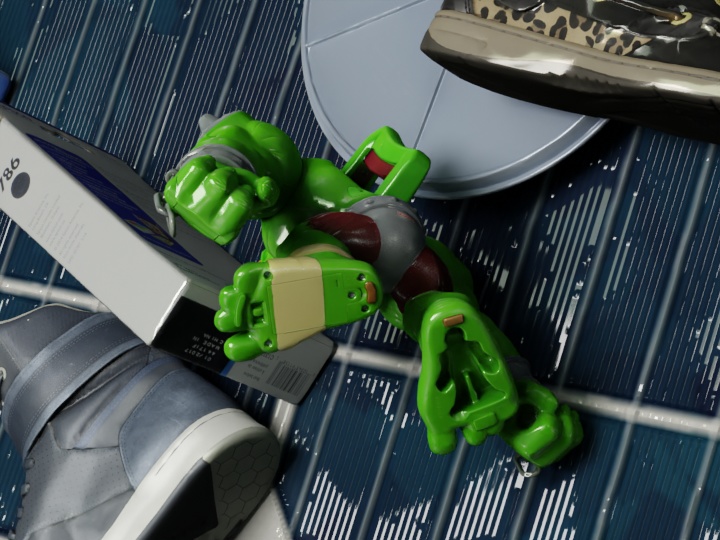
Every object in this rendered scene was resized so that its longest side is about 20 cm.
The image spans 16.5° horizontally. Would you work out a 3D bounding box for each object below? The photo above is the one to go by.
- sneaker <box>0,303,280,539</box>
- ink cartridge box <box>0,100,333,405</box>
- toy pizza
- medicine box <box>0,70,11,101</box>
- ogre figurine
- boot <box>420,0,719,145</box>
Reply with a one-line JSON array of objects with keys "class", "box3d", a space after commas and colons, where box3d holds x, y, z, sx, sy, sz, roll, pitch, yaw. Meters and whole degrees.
[{"class": "sneaker", "box3d": [-0.146, 0.110, 1.130, 0.202, 0.077, 0.146, -49, 57, 1]}, {"class": "ink cartridge box", "box3d": [-0.105, -0.012, 1.142, 0.200, 0.099, 0.039, 41, 101, 45]}, {"class": "toy pizza", "box3d": [0.059, -0.124, 1.087, 0.200, 0.032, 0.201, -14, 65, 32]}, {"class": "medicine box", "box3d": [-0.313, -0.065, 1.281, 0.103, 0.200, 0.182, 22, 87, 45]}, {"class": "ogre figurine", "box3d": [0.000, 0.000, 0.994, 0.120, 0.200, 0.098, -112, 41, -61]}, {"class": "boot", "box3d": [0.131, -0.131, 0.978, 0.200, 0.073, 0.151, 13, 82, 32]}]
